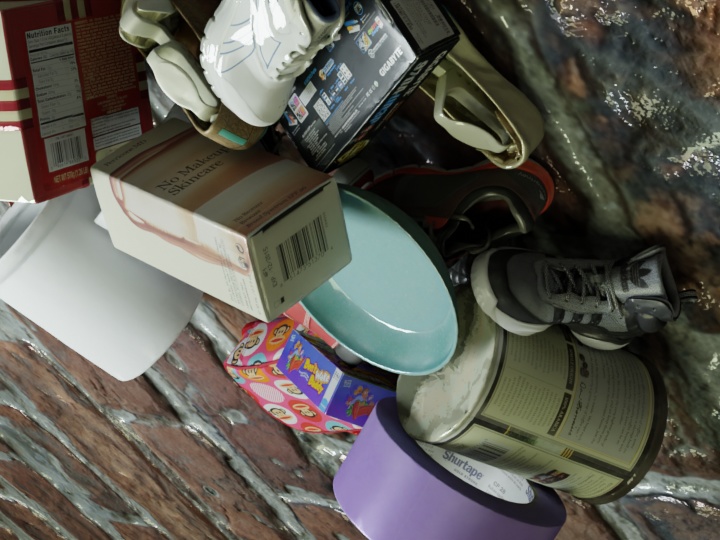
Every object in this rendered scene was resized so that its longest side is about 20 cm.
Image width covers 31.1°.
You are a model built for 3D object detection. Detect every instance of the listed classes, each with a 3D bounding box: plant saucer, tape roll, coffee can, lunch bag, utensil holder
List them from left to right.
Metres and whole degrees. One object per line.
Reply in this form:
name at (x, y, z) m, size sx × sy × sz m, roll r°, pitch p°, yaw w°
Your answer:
utensil holder at (-0.293, 0.002, 1.410) m, size 0.200 × 0.170 × 0.170 m, roll 41°, pitch 148°, yaw -23°
lunch bag at (-0.041, 0.127, 1.474) m, size 0.200 × 0.082 × 0.176 m, roll -10°, pitch 133°, yaw 47°
plant saucer at (0.009, 0.000, 1.091) m, size 0.200 × 0.036 × 0.200 m, roll 30°, pitch 145°, yaw 24°
tape roll at (0.081, 0.205, 1.178) m, size 0.199 × 0.085 × 0.200 m, roll 29°, pitch -167°, yaw -7°
coffee can at (0.154, 0.113, 1.168) m, size 0.199 × 0.147 × 0.146 m, roll 23°, pitch 155°, yaw -26°

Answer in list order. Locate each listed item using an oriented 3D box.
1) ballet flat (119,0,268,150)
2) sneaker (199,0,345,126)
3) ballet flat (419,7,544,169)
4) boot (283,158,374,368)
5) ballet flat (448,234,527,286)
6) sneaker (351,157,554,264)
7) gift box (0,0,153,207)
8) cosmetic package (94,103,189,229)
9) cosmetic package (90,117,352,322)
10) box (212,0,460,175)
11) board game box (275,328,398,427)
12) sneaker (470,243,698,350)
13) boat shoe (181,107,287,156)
ballet flat at (-0.149, -0.175, 1.032) m, size 0.068 × 0.072 × 0.200 m, roll -44°, pitch 69°, yaw 26°
sneaker at (-0.057, -0.171, 0.898) m, size 0.087 × 0.074 × 0.200 m, roll 40°, pitch 145°, yaw 22°
ballet flat at (0.060, -0.149, 0.977) m, size 0.200 × 0.070 × 0.069 m, roll 39°, pitch 149°, yaw -17°
boot at (0.000, 0.000, 1.199) m, size 0.144 × 0.072 × 0.200 m, roll 40°, pitch 135°, yaw 11°
ballet flat at (0.107, 0.008, 1.214) m, size 0.066 × 0.057 × 0.200 m, roll 17°, pitch 160°, yaw -17°
sneaker at (0.060, -0.042, 1.081) m, size 0.199 × 0.082 × 0.077 m, roll -16°, pitch 119°, yaw 28°
gift box at (-0.307, -0.141, 1.120) m, size 0.186 × 0.184 × 0.201 m, roll 7°, pitch 106°, yaw 32°
cosmetic package at (-0.175, -0.079, 1.273) m, size 0.113 × 0.081 × 0.200 m, roll 36°, pitch 151°, yaw -12°
cosmetic package at (-0.115, -0.047, 1.057) m, size 0.200 × 0.103 × 0.088 m, roll 21°, pitch 137°, yaw 38°
box at (-0.025, -0.180, 0.958) m, size 0.159 × 0.046 × 0.200 m, roll 56°, pitch 150°, yaw 6°
board game box at (0.029, 0.130, 1.320) m, size 0.199 × 0.045 × 0.134 m, roll 22°, pitch -174°, yaw -29°
sneaker at (0.191, 0.010, 1.072) m, size 0.199 × 0.076 × 0.114 m, roll 16°, pitch 153°, yaw -37°
boat shoe at (-0.100, -0.113, 1.143) m, size 0.073 × 0.068 × 0.200 m, roll -7°, pitch 121°, yaw 39°
